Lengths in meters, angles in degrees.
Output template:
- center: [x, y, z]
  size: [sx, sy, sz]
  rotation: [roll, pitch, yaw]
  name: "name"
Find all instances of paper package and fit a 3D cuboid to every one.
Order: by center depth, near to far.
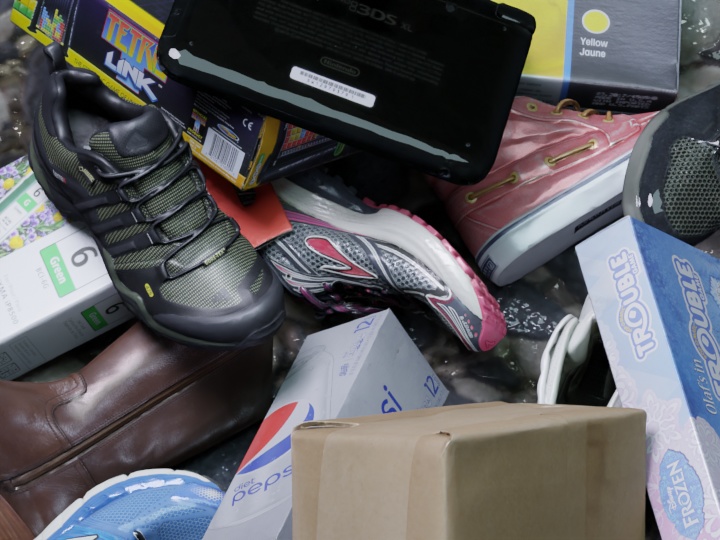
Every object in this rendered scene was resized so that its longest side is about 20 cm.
- center: [0.058, 0.172, 1.435]
  size: [0.103, 0.190, 0.201]
  rotation: [0, 92, 39]
  name: "paper package"

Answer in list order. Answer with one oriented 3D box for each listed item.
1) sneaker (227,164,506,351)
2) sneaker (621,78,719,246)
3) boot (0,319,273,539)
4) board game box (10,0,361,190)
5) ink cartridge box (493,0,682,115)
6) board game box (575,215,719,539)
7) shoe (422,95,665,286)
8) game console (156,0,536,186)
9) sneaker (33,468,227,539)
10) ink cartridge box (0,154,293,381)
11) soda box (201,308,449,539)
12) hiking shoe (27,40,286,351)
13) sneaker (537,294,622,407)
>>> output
- center: [0.000, 0.000, 1.654]
  size: [0.200, 0.081, 0.075]
  rotation: [28, 76, 29]
  name: "sneaker"
- center: [0.238, -0.080, 1.624]
  size: [0.199, 0.114, 0.076]
  rotation: [-36, 105, -33]
  name: "sneaker"
- center: [-0.155, 0.048, 1.583]
  size: [0.200, 0.187, 0.064]
  rotation: [-33, 26, -16]
  name: "boot"
- center: [-0.081, -0.137, 1.679]
  size: [0.200, 0.057, 0.165]
  rotation: [36, 35, 25]
  name: "board game box"
- center: [0.107, -0.196, 1.786]
  size: [0.197, 0.047, 0.200]
  rotation: [4, 63, 0]
  name: "ink cartridge box"
- center: [0.213, 0.087, 1.560]
  size: [0.043, 0.199, 0.200]
  rotation: [-31, 58, 29]
  name: "board game box"
- center: [0.137, -0.078, 1.704]
  size: [0.200, 0.072, 0.091]
  rotation: [-31, 74, -13]
  name: "shoe"
- center: [-0.010, -0.129, 1.638]
  size: [0.200, 0.116, 0.176]
  rotation: [19, 61, -3]
  name: "game console"
- center: [-0.153, 0.177, 1.530]
  size: [0.200, 0.079, 0.089]
  rotation: [-25, 25, -9]
  name: "sneaker"
- center: [-0.152, -0.027, 1.642]
  size: [0.200, 0.050, 0.109]
  rotation: [-27, 61, 2]
  name: "ink cartridge box"
- center: [-0.020, 0.112, 1.548]
  size: [0.063, 0.068, 0.200]
  rotation: [-19, 28, 34]
  name: "soda box"
- center: [-0.118, -0.037, 1.552]
  size: [0.076, 0.101, 0.200]
  rotation: [-39, 66, -21]
  name: "hiking shoe"
- center: [0.153, 0.040, 1.617]
  size: [0.074, 0.116, 0.200]
  rotation: [19, 61, 10]
  name: "sneaker"
